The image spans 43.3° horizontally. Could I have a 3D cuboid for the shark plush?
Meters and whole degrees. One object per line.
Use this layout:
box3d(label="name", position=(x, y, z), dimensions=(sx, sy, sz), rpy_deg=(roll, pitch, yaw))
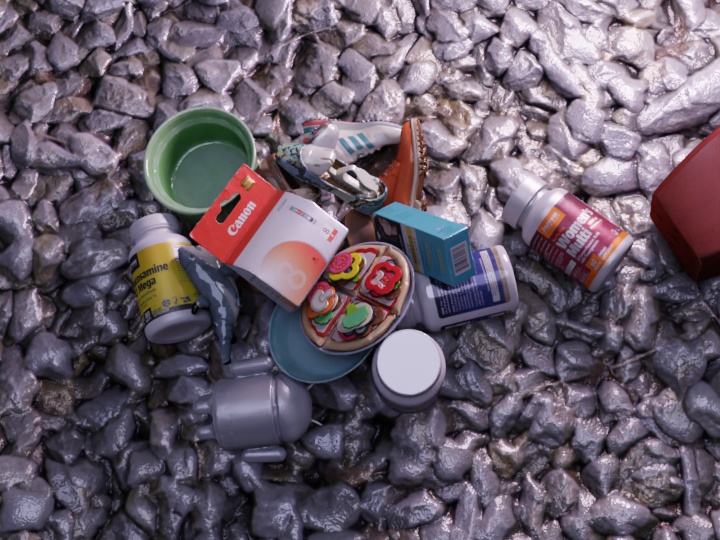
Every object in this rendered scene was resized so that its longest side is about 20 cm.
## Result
box3d(label="shark plush", position=(-0.243, 0.056, 1.474), dimensions=(0.083, 0.091, 0.202), rpy_deg=(-3, 81, -34))

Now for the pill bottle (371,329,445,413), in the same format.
box3d(label="pill bottle", position=(0.074, 0.154, 1.387), dimensions=(0.112, 0.200, 0.115), rpy_deg=(-1, 76, 2))

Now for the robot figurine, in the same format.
box3d(label="robot figurine", position=(-0.162, 0.223, 1.440), dimensions=(0.198, 0.113, 0.172), rpy_deg=(-8, 98, 4))

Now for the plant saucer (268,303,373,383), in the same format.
box3d(label="plant saucer", position=(-0.050, 0.089, 1.432), dimensions=(0.198, 0.036, 0.202), rpy_deg=(-12, 58, 19))

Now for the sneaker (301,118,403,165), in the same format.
box3d(label="sneaker", position=(-0.008, -0.215, 1.599), dimensions=(0.197, 0.070, 0.095), rpy_deg=(3, 90, 5))

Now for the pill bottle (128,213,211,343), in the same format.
box3d(label="pill bottle", position=(-0.326, 0.012, 1.527), dimensions=(0.111, 0.113, 0.202), rpy_deg=(-19, 71, 0))

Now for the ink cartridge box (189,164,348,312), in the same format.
box3d(label="ink cartridge box", position=(-0.137, -0.058, 1.406), dimensions=(0.199, 0.050, 0.163), rpy_deg=(38, 63, -10))

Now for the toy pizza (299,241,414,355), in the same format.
box3d(label="toy pizza", position=(-0.011, 0.036, 1.386), dimensions=(0.198, 0.032, 0.202), rpy_deg=(-17, 50, 21))

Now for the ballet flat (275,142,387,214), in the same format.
box3d(label="ballet flat", position=(-0.041, -0.162, 1.476), dimensions=(0.199, 0.074, 0.075), rpy_deg=(26, 74, -19))

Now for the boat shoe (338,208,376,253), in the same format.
box3d(label="boat shoe", position=(0.000, 0.000, 1.520), dimensions=(0.070, 0.070, 0.202), rpy_deg=(2, 71, -18))

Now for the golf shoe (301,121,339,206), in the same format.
box3d(label="golf shoe", position=(-0.073, -0.155, 1.549), dimensions=(0.091, 0.073, 0.201), rpy_deg=(29, 111, 11))

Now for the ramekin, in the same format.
box3d(label="ramekin", position=(-0.270, -0.175, 1.589), dimensions=(0.197, 0.098, 0.202), rpy_deg=(-2, 71, 6))

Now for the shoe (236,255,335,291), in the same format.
box3d(label="shoe", position=(-0.115, -0.007, 1.521), dimensions=(0.198, 0.070, 0.054), rpy_deg=(-5, 37, 23))

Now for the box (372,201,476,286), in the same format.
box3d(label="box", position=(0.098, -0.045, 1.431), dimensions=(0.049, 0.083, 0.199), rpy_deg=(-25, 26, -24))

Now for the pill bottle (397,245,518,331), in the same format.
box3d(label="pill bottle", position=(0.147, 0.035, 1.469), dimensions=(0.198, 0.111, 0.112), rpy_deg=(-14, 71, 1))

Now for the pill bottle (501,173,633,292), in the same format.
box3d(label="pill bottle", position=(0.335, -0.064, 1.481), dimensions=(0.199, 0.110, 0.110), rpy_deg=(38, 80, 16))

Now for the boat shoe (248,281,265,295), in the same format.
box3d(label="boat shoe", position=(-0.163, -0.032, 1.484), dimensions=(0.071, 0.068, 0.202), rpy_deg=(18, 45, -26))

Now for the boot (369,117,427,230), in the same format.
box3d(label="boot", position=(0.061, -0.160, 1.545), dimensions=(0.106, 0.075, 0.203), rpy_deg=(4, 90, 16))

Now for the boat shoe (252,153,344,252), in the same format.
box3d(label="boat shoe", position=(-0.098, -0.111, 1.491), dimensions=(0.200, 0.076, 0.072), rpy_deg=(44, 111, 3))

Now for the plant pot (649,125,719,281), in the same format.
box3d(label="plant pot", position=(0.570, -0.095, 1.432), dimensions=(0.175, 0.200, 0.201), rpy_deg=(-32, 71, 7))
